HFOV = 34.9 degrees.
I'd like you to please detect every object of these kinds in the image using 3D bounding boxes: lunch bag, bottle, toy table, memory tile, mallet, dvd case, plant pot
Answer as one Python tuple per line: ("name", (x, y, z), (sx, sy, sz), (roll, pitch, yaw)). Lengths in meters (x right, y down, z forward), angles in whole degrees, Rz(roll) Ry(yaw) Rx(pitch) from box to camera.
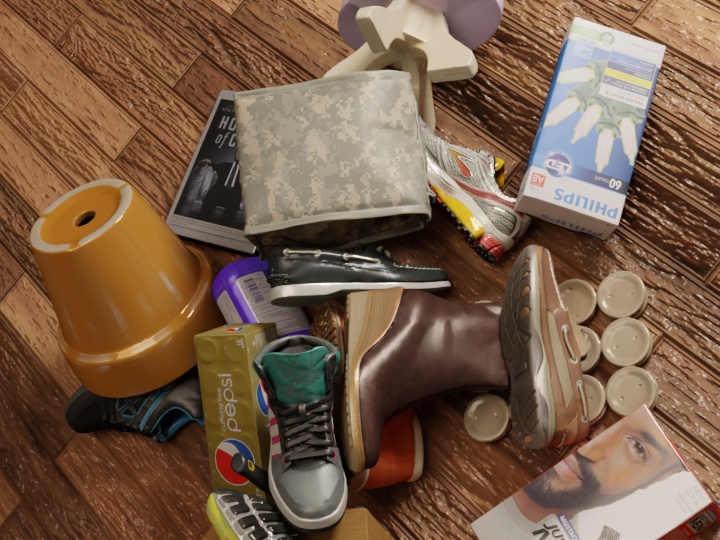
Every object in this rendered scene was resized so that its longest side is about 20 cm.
("lunch bag", (-0.025, -0.112, 1.210), (0.198, 0.118, 0.166), (-9, 73, 5))
("bottle", (-0.088, 0.080, 1.257), (0.065, 0.083, 0.201), (-49, 64, 39))
("toy table", (0.054, -0.253, 1.281), (0.199, 0.184, 0.118), (-12, 47, 36))
("memory tile", (0.194, 0.086, 1.146), (0.198, 0.017, 0.155), (-13, 63, 24))
("mallet", (-0.077, 0.212, 1.130), (0.041, 0.200, 0.066), (-17, 50, 14))
("dvd case", (-0.148, -0.122, 1.414), (0.149, 0.025, 0.202), (13, 77, 31))
("plant pot", (-0.271, 0.007, 1.287), (0.198, 0.184, 0.201), (-15, 38, 12))

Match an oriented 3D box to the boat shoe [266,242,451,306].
("boat shoe", (0.000, 0.000, 1.197), (0.076, 0.198, 0.061), (149, 118, -65))

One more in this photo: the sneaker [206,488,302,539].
("sneaker", (-0.084, 0.278, 0.999), (0.091, 0.078, 0.200), (-50, 60, 15))

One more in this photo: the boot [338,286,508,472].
("boot", (0.064, 0.104, 1.109), (0.164, 0.073, 0.202), (6, 56, -5))

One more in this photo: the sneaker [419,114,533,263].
("sneaker", (0.113, -0.100, 1.242), (0.082, 0.078, 0.201), (-38, 64, 0))

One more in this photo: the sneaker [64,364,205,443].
("sneaker", (-0.258, 0.159, 1.322), (0.198, 0.073, 0.083), (-20, 61, 20))

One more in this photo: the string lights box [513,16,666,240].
("string lights box", (0.235, -0.145, 1.174), (0.102, 0.059, 0.202), (17, 76, 1))

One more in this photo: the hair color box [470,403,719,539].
("hair color box", (0.213, 0.228, 1.046), (0.199, 0.064, 0.111), (-37, 56, 8))

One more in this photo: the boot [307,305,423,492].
("boot", (0.003, 0.131, 1.184), (0.075, 0.106, 0.202), (-45, 50, 47))

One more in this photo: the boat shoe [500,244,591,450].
("boat shoe", (0.182, 0.075, 1.109), (0.071, 0.076, 0.202), (5, 71, -16))

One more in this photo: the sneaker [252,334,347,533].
("sneaker", (-0.052, 0.130, 1.054), (0.083, 0.122, 0.201), (-8, 38, -6))

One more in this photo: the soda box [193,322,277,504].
("soda box", (-0.120, 0.158, 1.201), (0.067, 0.064, 0.202), (-3, 97, 28))

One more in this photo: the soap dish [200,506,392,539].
("soap dish", (-0.048, 0.297, 1.108), (0.198, 0.158, 0.082), (-10, 48, 24))
